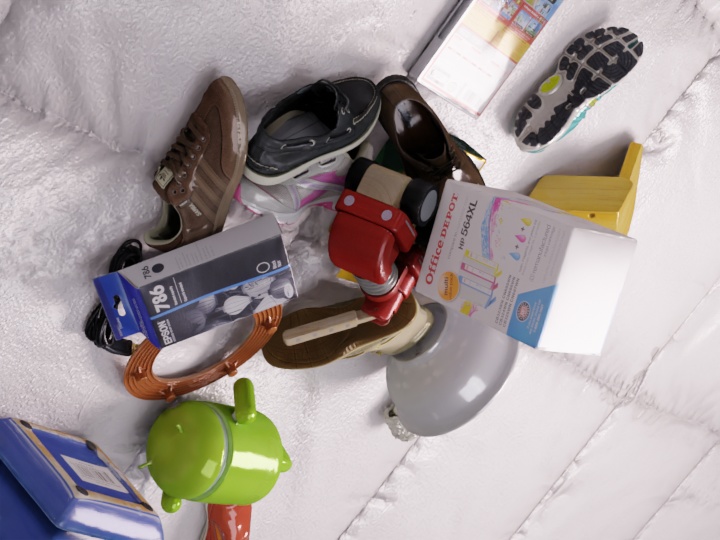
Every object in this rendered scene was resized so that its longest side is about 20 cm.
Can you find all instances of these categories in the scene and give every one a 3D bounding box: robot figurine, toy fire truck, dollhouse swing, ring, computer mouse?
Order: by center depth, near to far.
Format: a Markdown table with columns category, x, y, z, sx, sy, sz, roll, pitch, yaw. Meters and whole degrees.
| category | x | y | z | sx | sy | sz | roll | pitch | yaw |
| --- | --- | --- | --- | --- | --- | --- | --- | --- | --- |
| toy fire truck | 0.000 | 0.000 | 1.493 | 0.202 | 0.127 | 0.176 | -62 | 155 | -13 |
| computer mouse | -0.201 | 0.043 | 1.499 | 0.199 | 0.046 | 0.142 | 7 | 119 | -49 |
| ring | -0.173 | 0.089 | 1.554 | 0.198 | 0.019 | 0.201 | -26 | 155 | -13 |
| robot figurine | -0.171 | 0.217 | 1.644 | 0.176 | 0.116 | 0.199 | -49 | 146 | 19 |
| dollhouse swing | 0.298 | -0.072 | 1.913 | 0.179 | 0.177 | 0.202 | 2 | 138 | 6 |

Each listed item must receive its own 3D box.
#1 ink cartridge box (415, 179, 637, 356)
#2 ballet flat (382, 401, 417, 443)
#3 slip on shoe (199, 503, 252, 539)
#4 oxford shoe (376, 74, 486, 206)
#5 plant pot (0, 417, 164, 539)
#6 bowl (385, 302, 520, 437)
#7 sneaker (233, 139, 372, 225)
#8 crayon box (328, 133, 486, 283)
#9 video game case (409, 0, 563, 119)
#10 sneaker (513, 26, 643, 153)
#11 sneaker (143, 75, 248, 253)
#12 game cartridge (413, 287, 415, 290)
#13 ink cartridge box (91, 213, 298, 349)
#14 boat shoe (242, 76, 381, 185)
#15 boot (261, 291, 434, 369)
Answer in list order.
| category | x | y | z | sx | sy | sz | roll | pitch | yaw |
| --- | --- | --- | --- | --- | --- | --- | --- | --- | --- |
| ink cartridge box | 0.162 | -0.008 | 1.449 | 0.124 | 0.199 | 0.130 | 7 | 103 | -47 |
| ballet flat | 0.108 | 0.155 | 1.918 | 0.200 | 0.072 | 0.072 | -47 | 145 | 2 |
| slip on shoe | -0.168 | 0.328 | 1.806 | 0.073 | 0.061 | 0.202 | -12 | 132 | -36 |
| oxford shoe | 0.082 | -0.117 | 1.520 | 0.072 | 0.085 | 0.200 | -38 | 115 | 5 |
| plant pot | -0.338 | 0.281 | 1.473 | 0.181 | 0.199 | 0.199 | -55 | 144 | 3 |
| bowl | 0.100 | 0.105 | 1.781 | 0.201 | 0.201 | 0.090 | -46 | 118 | 1 |
| sneaker | -0.063 | -0.110 | 1.471 | 0.199 | 0.081 | 0.089 | -15 | 135 | -48 |
| crayon box | 0.047 | -0.076 | 1.634 | 0.125 | 0.052 | 0.201 | 17 | 111 | -52 |
| video game case | 0.153 | -0.278 | 1.573 | 0.201 | 0.017 | 0.142 | -54 | 144 | 11 |
| sneaker | 0.266 | -0.223 | 1.715 | 0.200 | 0.078 | 0.080 | -42 | 165 | 3 |
| sneaker | -0.166 | -0.097 | 1.378 | 0.075 | 0.071 | 0.202 | -8 | 129 | -32 |
| game cartridge | 0.107 | -0.031 | 1.683 | 0.134 | 0.041 | 0.200 | -58 | 172 | 4 |
| ink cartridge box | -0.167 | 0.019 | 1.421 | 0.197 | 0.039 | 0.100 | -20 | 137 | -7 |
| boat shoe | -0.044 | -0.160 | 1.415 | 0.198 | 0.074 | 0.067 | -31 | 154 | -35 |
| boot | -0.012 | 0.077 | 1.696 | 0.198 | 0.074 | 0.155 | -21 | 168 | 10 |
